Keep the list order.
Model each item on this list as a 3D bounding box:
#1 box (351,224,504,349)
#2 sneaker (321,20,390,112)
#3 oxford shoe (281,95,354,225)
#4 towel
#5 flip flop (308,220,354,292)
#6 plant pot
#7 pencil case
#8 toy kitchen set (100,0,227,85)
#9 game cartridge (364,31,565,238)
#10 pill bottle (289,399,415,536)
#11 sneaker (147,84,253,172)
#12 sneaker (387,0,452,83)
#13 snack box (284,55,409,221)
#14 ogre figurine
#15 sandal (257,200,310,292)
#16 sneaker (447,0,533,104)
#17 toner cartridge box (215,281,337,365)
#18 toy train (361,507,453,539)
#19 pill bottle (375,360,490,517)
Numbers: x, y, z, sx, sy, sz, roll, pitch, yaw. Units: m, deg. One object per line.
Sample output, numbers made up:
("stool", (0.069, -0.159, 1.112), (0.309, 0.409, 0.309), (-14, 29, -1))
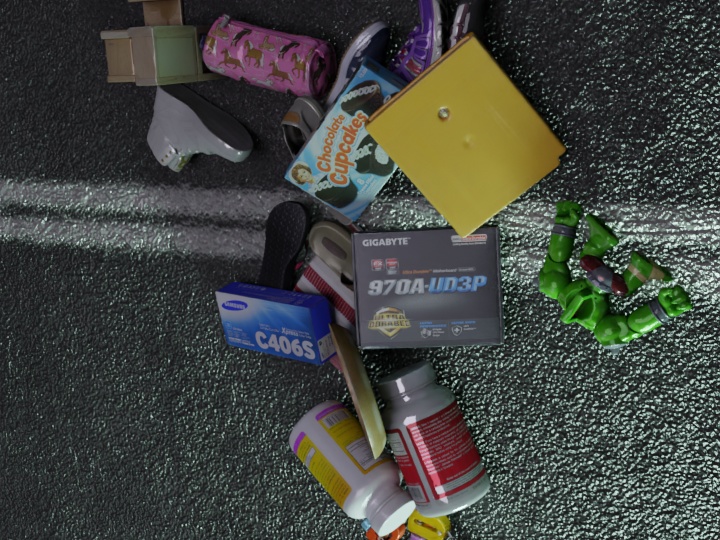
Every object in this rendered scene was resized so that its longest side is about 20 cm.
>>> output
("box", (0.092, 0.022, 1.362), (0.199, 0.046, 0.160), (-2, 96, 9))
("sneaker", (0.015, -0.231, 1.371), (0.108, 0.070, 0.200), (44, 128, 19))
("oxford shoe", (-0.059, -0.144, 1.404), (0.075, 0.058, 0.200), (16, 138, 46))
("towel", (-0.024, 0.036, 1.502), (0.144, 0.023, 0.200), (44, 119, 16))
("flip flop", (0.000, 0.000, 1.430), (0.200, 0.058, 0.081), (38, 118, 17))
("plant pot", (-0.001, 0.165, 1.418), (0.027, 0.200, 0.201), (-19, 94, -4))
("pencil case", (-0.129, -0.303, 1.433), (0.199, 0.087, 0.083), (20, 82, 25))
("toy kitchen set", (-0.328, -0.356, 1.476), (0.199, 0.180, 0.164), (3, 104, 26))
("game cartridge", (0.133, -0.165, 1.261), (0.176, 0.032, 0.200), (-38, 111, 16))
("pill bottle", (-0.009, 0.294, 1.495), (0.200, 0.104, 0.104), (45, 122, 27))
("sneaker", (-0.249, -0.193, 1.546), (0.200, 0.074, 0.116), (39, 122, 27))
("sneaker", (0.071, -0.271, 1.311), (0.083, 0.081, 0.201), (12, 111, 10))
("snack box", (0.000, -0.168, 1.319), (0.116, 0.037, 0.200), (31, 124, -12))
("ogre figurine", (0.297, 0.014, 1.258), (0.200, 0.098, 0.120), (37, 108, 4))
("sandal", (-0.111, -0.030, 1.526), (0.075, 0.045, 0.200), (46, 137, 27))
("sneaker", (0.169, -0.252, 1.282), (0.115, 0.076, 0.201), (17, 120, 18))
("toner cartridge box", (-0.130, 0.078, 1.537), (0.199, 0.043, 0.095), (8, 116, 39))
("toy train", (0.102, 0.419, 1.518), (0.200, 0.056, 0.150), (43, 122, 17))
("pill bottle", (0.097, 0.236, 1.430), (0.112, 0.112, 0.201), (-21, 92, 33))
